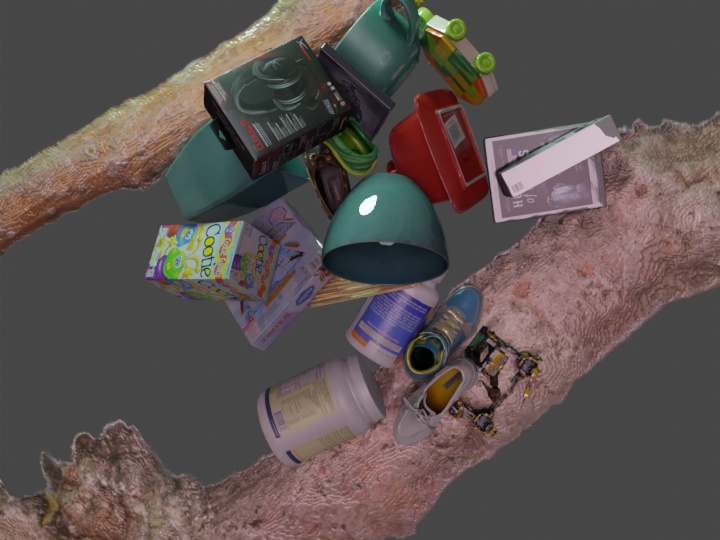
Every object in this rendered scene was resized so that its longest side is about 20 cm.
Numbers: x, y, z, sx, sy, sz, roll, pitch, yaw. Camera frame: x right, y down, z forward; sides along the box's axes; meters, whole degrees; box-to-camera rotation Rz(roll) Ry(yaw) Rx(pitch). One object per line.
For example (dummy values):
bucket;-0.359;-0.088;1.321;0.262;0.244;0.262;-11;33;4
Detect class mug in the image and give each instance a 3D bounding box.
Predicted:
mug;0.031;-0.352;1.233;0.114;0.185;0.152;41;82;-6

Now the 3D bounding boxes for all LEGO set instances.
LEGO set;0.225;0.201;1.329;0.154;0.116;0.200;44;99;-2

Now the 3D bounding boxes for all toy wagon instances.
toy wagon;0.145;-0.359;1.238;0.040;0.155;0.200;-42;93;-6

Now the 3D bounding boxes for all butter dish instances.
butter dish;0.111;-0.187;1.270;0.146;0.200;0.202;-17;98;29

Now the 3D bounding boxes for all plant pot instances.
plant pot;0.040;-0.071;1.182;0.197;0.200;0.137;1;71;3
plant pot;-0.221;-0.170;1.286;0.199;0.141;0.143;-31;79;16

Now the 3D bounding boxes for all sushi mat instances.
sushi mat;0.000;0.000;1.279;0.197;0.012;0.097;-11;75;10

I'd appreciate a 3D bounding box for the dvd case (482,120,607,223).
dvd case;0.322;-0.172;1.320;0.197;0.025;0.153;-9;97;4

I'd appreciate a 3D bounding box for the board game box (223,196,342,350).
board game box;-0.153;-0.001;1.301;0.200;0.041;0.200;-46;50;7

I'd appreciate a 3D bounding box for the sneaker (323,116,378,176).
sneaker;-0.046;-0.245;1.264;0.199;0.084;0.074;37;61;-3

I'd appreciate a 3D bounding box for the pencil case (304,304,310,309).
pencil case;-0.106;0.038;1.349;0.198;0.084;0.086;-30;130;9

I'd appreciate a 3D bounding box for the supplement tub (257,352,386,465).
supplement tub;-0.068;0.243;1.340;0.198;0.145;0.146;-25;96;6

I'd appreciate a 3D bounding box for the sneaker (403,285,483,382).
sneaker;0.148;0.108;1.304;0.079;0.131;0.201;34;87;10

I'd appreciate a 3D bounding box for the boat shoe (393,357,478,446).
boat shoe;0.115;0.230;1.272;0.202;0.086;0.075;-47;72;22

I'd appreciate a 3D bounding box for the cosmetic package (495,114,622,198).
cosmetic package;0.328;-0.190;1.265;0.198;0.083;0.051;-28;92;6

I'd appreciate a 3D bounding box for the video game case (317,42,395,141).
video game case;-0.021;-0.281;1.241;0.142;0.200;0.019;40;78;-3

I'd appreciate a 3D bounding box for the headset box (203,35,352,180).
headset box;-0.137;-0.248;1.165;0.199;0.077;0.150;-31;80;-19

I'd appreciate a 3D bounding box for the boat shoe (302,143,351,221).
boat shoe;-0.059;-0.182;1.320;0.070;0.070;0.202;-20;95;10

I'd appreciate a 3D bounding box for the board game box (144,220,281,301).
board game box;-0.251;-0.014;1.279;0.198;0.103;0.106;-1;68;34

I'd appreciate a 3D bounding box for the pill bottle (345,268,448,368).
pill bottle;0.069;0.060;1.323;0.111;0.112;0.201;33;99;-1
